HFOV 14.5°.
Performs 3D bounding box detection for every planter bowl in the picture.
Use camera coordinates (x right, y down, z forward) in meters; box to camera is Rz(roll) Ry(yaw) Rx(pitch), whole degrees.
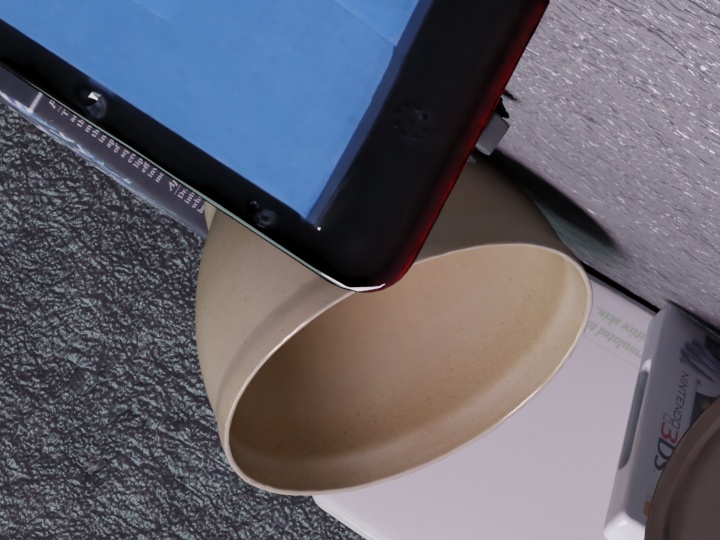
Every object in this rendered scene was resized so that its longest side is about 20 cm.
[{"bbox_3d":[0.000,0.000,1.424,0.200,0.200,0.135,37,-158,-57],"label":"planter bowl"}]

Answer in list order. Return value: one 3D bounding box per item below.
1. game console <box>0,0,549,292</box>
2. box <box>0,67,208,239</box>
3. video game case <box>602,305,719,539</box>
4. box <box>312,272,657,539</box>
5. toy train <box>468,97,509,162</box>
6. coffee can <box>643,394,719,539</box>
[{"bbox_3d":[-0.053,-0.100,0.707,0.199,0.119,0.172,32,178,10],"label":"game console"},{"bbox_3d":[-0.126,-0.107,1.617,0.200,0.107,0.148,36,177,-39],"label":"box"},{"bbox_3d":[0.221,0.127,1.462,0.199,0.023,0.182,34,-144,-10],"label":"video game case"},{"bbox_3d":[0.120,0.115,1.662,0.198,0.201,0.171,32,179,24],"label":"box"},{"bbox_3d":[-0.012,-0.096,1.216,0.200,0.034,0.046,31,173,44],"label":"toy train"},{"bbox_3d":[0.245,0.147,1.289,0.200,0.147,0.146,35,177,-36],"label":"coffee can"}]
